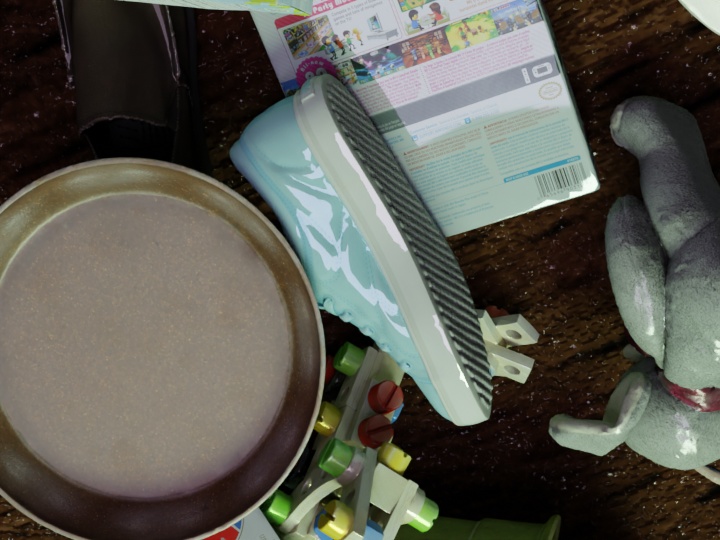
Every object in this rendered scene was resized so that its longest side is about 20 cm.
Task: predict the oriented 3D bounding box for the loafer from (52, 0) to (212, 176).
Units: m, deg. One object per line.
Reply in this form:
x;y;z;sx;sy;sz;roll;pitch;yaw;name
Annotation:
-0.125;-0.104;0.771;0.072;0.072;0.202;-9;115;11;loafer

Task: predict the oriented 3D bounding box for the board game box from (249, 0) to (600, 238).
0.029;-0.121;0.750;0.146;0.064;0.202;-16;114;14;board game box

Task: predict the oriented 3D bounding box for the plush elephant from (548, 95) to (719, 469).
0.188;0.038;0.763;0.163;0.202;0.155;16;139;-14;plush elephant

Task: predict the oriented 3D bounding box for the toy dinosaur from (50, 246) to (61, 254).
-0.089;0.008;0.820;0.198;0.061;0.107;-7;125;-23;toy dinosaur

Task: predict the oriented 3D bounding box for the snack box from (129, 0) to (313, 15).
-0.116;-0.217;0.676;0.197;0.068;0.171;8;98;14;snack box

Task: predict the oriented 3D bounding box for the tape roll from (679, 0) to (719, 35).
0.236;-0.205;0.699;0.200;0.037;0.205;3;116;6;tape roll

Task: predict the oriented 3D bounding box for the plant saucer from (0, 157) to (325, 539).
-0.116;0.042;0.723;0.197;0.034;0.203;0;99;2;plant saucer

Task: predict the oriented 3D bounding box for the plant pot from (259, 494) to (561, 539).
0.008;0.223;0.866;0.188;0.200;0.202;15;118;12;plant pot

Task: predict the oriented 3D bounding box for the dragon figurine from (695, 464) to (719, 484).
0.297;0.109;0.833;0.198;0.100;0.059;0;120;28;dragon figurine

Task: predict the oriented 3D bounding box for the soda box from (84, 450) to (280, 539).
-0.115;0.121;0.789;0.201;0.068;0.064;54;151;14;soda box

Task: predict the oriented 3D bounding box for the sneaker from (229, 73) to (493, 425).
0.000;0.000;0.742;0.081;0.074;0.202;-25;98;23;sneaker

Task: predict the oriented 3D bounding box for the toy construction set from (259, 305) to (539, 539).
0.015;0.091;0.803;0.092;0.200;0.131;44;147;-8;toy construction set
